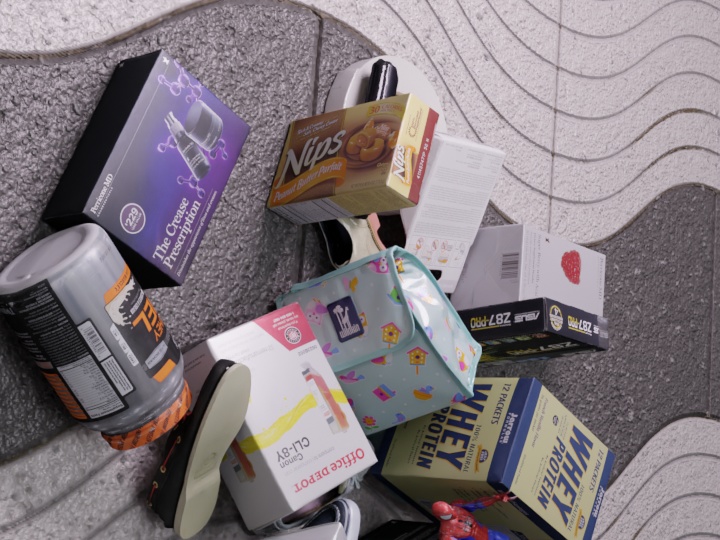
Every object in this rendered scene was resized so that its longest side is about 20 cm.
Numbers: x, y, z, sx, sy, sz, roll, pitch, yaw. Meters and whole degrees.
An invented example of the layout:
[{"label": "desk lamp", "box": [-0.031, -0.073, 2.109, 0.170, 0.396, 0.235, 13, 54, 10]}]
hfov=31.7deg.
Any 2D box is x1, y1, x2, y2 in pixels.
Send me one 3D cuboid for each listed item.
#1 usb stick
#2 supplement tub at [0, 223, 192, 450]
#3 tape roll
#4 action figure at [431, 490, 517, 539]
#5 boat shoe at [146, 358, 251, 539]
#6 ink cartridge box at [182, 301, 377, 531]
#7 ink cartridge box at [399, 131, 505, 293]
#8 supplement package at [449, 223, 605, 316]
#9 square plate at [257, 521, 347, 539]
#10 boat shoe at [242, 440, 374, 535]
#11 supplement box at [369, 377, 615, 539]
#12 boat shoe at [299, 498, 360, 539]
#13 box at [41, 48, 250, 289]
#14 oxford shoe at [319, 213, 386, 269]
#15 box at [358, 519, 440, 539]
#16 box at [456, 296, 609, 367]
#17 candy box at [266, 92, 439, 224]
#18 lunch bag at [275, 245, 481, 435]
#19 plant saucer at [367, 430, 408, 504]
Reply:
[{"label": "usb stick", "box": [0.015, -0.158, 1.506, 0.056, 0.032, 0.201, 72, 26, -63]}, {"label": "supplement tub", "box": [-0.251, 0.066, 1.213, 0.123, 0.122, 0.200, -48, 121, -37]}, {"label": "tape roll", "box": [0.035, -0.170, 1.597, 0.202, 0.037, 0.204, 4, 85, -47]}, {"label": "action figure", "box": [0.164, 0.309, 1.429, 0.200, 0.099, 0.065, 38, 56, -30]}, {"label": "boat shoe", "box": [-0.166, 0.173, 1.274, 0.074, 0.063, 0.202, -15, 131, -54]}, {"label": "ink cartridge box", "box": [-0.091, 0.155, 1.360, 0.145, 0.083, 0.201, -22, 83, -46]}, {"label": "ink cartridge box", "box": [0.098, -0.073, 1.617, 0.161, 0.050, 0.201, 4, 110, -55]}, {"label": "supplement package", "box": [0.231, 0.019, 1.729, 0.200, 0.119, 0.122, 16, 75, -45]}, {"label": "square plate", "box": [-0.091, 0.372, 1.316, 0.028, 0.197, 0.201, -94, 170, -72]}, {"label": "boat shoe", "box": [-0.047, 0.246, 1.455, 0.202, 0.065, 0.075, -21, 102, -45]}, {"label": "supplement box", "box": [0.161, 0.234, 1.523, 0.200, 0.199, 0.135, 42, 58, -36]}, {"label": "boat shoe", "box": [-0.084, 0.323, 1.363, 0.091, 0.071, 0.201, 33, 90, -32]}, {"label": "box", "box": [-0.215, -0.102, 1.299, 0.141, 0.079, 0.201, 38, 60, -35]}, {"label": "oxford shoe", "box": [0.000, 0.000, 1.524, 0.074, 0.071, 0.201, -34, 101, -46]}, {"label": "box", "box": [0.032, 0.362, 1.464, 0.200, 0.141, 0.079, -19, 102, -46]}, {"label": "box", "box": [0.191, 0.081, 1.616, 0.161, 0.199, 0.049, 16, 68, -50]}, {"label": "candy box", "box": [-0.011, -0.122, 1.425, 0.055, 0.200, 0.116, 31, 65, -37]}, {"label": "lunch bag", "box": [0.019, 0.076, 1.455, 0.200, 0.170, 0.122, 53, 30, -27]}, {"label": "plant saucer", "box": [0.089, 0.200, 1.623, 0.201, 0.039, 0.202, 6, 82, -46]}]
